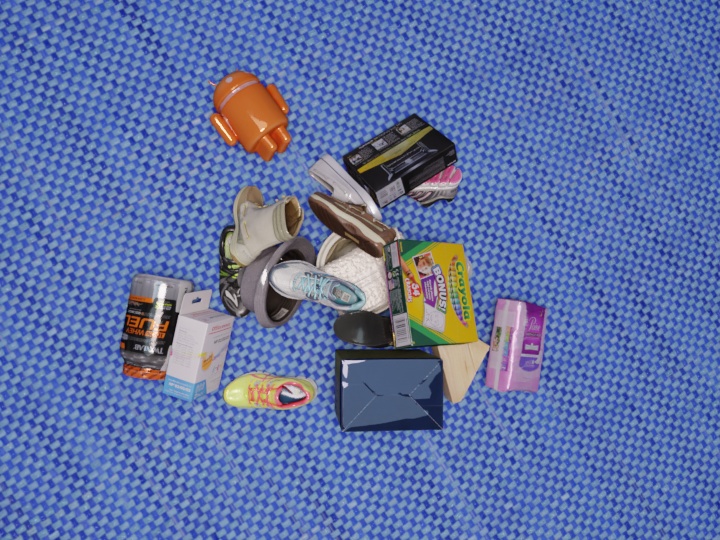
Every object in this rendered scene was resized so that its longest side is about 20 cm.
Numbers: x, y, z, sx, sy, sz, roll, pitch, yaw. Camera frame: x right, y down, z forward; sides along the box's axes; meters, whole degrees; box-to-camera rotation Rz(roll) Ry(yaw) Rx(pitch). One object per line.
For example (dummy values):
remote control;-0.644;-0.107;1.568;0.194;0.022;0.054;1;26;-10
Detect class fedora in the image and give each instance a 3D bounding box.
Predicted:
fedora;-0.182;0.017;1.111;0.090;0.177;0.201;16;81;24

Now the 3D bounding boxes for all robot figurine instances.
robot figurine;-0.232;-0.331;1.124;0.143;0.117;0.201;-36;92;12

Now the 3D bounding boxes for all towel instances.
towel;0.023;0.009;1.108;0.199;0.034;0.133;-28;89;-6

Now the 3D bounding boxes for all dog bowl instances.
dog bowl;0.000;0.000;1.158;0.198;0.074;0.202;0;87;-6

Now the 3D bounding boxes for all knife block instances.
knife block;0.183;0.164;1.177;0.175;0.064;0.201;30;85;-4

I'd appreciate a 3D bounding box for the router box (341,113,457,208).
router box;0.082;-0.239;1.145;0.199;0.052;0.157;-32;49;-7

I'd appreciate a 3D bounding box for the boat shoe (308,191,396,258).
boat shoe;-0.014;-0.106;1.090;0.202;0.075;0.075;38;66;15

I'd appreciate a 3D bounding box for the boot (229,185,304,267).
boot;-0.186;-0.117;1.079;0.154;0.072;0.201;-25;47;27

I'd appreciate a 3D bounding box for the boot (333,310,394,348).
boot;0.026;0.135;1.103;0.198;0.174;0.070;3;73;-15

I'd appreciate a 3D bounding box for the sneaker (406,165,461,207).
sneaker;0.125;-0.181;1.181;0.198;0.088;0.074;0;54;13

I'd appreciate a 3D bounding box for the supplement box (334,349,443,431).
supplement box;0.049;0.237;1.088;0.198;0.200;0.135;1;87;-7

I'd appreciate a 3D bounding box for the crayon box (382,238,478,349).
crayon box;0.137;0.046;1.036;0.171;0.058;0.202;1;76;-34

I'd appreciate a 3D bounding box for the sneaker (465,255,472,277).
sneaker;0.154;0.037;1.149;0.200;0.080;0.077;-36;116;-26

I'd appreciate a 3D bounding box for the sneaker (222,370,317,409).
sneaker;-0.189;0.254;1.115;0.198;0.090;0.079;-3;89;-6

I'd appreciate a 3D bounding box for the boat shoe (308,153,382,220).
boat shoe;-0.035;-0.164;1.152;0.065;0.074;0.200;-40;69;-8

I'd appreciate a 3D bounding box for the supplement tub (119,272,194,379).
supplement tub;-0.413;0.111;1.078;0.121;0.123;0.202;9;86;-6

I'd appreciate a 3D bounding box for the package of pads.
package of pads;0.345;0.166;1.172;0.120;0.075;0.202;11;86;-40

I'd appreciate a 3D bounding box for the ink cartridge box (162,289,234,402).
ink cartridge box;-0.319;0.146;1.070;0.067;0.115;0.202;15;96;12

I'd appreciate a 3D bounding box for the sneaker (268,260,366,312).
sneaker;-0.077;0.028;1.023;0.199;0.086;0.078;16;84;-15

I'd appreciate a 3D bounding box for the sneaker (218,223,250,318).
sneaker;-0.269;0.001;1.120;0.070;0.083;0.201;-5;90;-7
